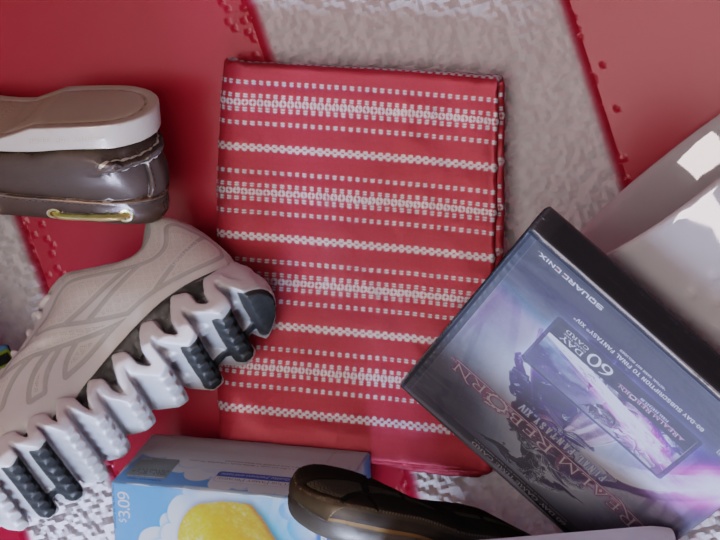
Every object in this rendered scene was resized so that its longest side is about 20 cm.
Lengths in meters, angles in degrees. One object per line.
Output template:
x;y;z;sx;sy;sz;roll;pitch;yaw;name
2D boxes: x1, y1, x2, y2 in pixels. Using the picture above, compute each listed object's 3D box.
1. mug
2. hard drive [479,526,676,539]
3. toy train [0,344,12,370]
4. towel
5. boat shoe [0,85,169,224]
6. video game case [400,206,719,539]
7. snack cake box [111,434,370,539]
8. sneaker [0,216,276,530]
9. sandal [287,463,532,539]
0.218;0.006;1.197;0.200;0.148;0.175;-37;97;11;mug
0.077;0.201;1.270;0.132;0.025;0.200;-4;132;-3;hard drive
-0.235;0.050;1.343;0.200;0.114;0.087;58;149;7;toy train
0.000;0.000;1.319;0.144;0.022;0.200;4;102;15;towel
-0.186;-0.054;1.336;0.200;0.072;0.060;1;117;22;boat shoe
0.101;0.061;1.211;0.143;0.019;0.200;42;153;3;video game case
-0.055;0.187;1.340;0.115;0.067;0.200;3;109;15;snack cake box
-0.137;0.052;1.298;0.200;0.075;0.081;-37;64;-14;sneaker
0.048;0.142;1.268;0.200;0.082;0.055;19;95;-33;sandal
